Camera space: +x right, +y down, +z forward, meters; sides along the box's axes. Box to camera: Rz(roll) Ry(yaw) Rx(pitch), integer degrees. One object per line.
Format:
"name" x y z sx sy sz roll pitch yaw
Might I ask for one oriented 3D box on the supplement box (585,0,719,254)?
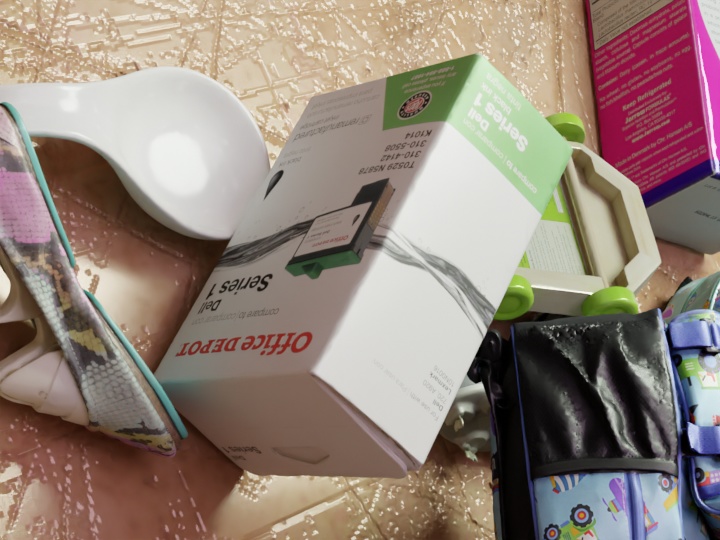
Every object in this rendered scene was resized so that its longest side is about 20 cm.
"supplement box" 0.231 -0.127 1.234 0.101 0.103 0.201 15 62 -34

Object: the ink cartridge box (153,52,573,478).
"ink cartridge box" 0.000 0.000 0.918 0.084 0.146 0.200 43 60 -28

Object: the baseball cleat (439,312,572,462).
"baseball cleat" 0.108 0.060 1.079 0.200 0.070 0.107 9 49 -40

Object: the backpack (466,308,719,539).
"backpack" 0.133 0.139 0.901 0.183 0.134 0.201 73 11 -61

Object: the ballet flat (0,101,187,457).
"ballet flat" -0.157 0.016 0.856 0.071 0.069 0.200 -32 109 -20

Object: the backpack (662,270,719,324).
"backpack" 0.288 0.072 1.172 0.200 0.126 0.167 36 54 -18

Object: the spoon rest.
"spoon rest" -0.126 -0.065 0.931 0.200 0.061 0.100 3 68 -39

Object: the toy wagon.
"toy wagon" 0.083 -0.036 1.084 0.199 0.040 0.156 6 48 -20
